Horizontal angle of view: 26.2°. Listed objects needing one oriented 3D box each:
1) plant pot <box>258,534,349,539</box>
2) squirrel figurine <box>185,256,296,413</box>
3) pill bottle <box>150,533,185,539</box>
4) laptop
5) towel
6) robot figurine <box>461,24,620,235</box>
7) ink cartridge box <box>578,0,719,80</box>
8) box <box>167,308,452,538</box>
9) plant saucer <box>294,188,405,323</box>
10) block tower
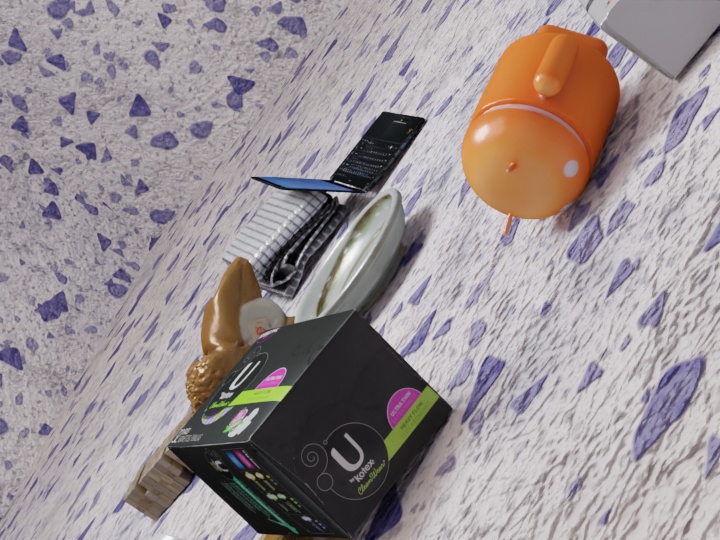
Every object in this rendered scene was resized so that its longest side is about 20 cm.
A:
[{"bbox_3d":[-0.067,0.261,1.376,0.200,0.027,0.200,-53,12,17],"label":"plant pot"},{"bbox_3d":[-0.156,0.119,1.862,0.200,0.142,0.187,-60,6,-32],"label":"squirrel figurine"},{"bbox_3d":[-0.209,0.357,1.468,0.111,0.111,0.200,-36,23,58],"label":"pill bottle"},{"bbox_3d":[-0.033,-0.167,2.135,0.200,0.103,0.177,-52,20,-4],"label":"laptop"},{"bbox_3d":[-0.105,-0.046,2.221,0.166,0.086,0.200,-49,16,-8],"label":"towel"},{"bbox_3d":[0.156,-0.124,1.336,0.144,0.117,0.200,-26,29,46],"label":"robot figurine"},{"bbox_3d":[0.268,-0.262,1.337,0.145,0.084,0.200,-52,11,16],"label":"ink cartridge box"},{"bbox_3d":[-0.048,0.134,1.319,0.149,0.124,0.200,-51,14,-23],"label":"box"},{"bbox_3d":[0.000,0.000,1.761,0.200,0.050,0.200,-53,12,16],"label":"plant saucer"},{"bbox_3d":[-0.233,0.241,2.010,0.200,0.058,0.054,-47,15,32],"label":"block tower"}]
